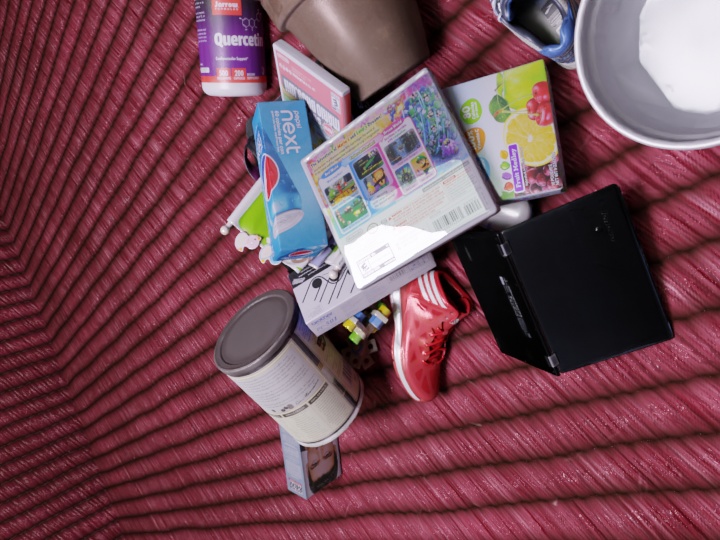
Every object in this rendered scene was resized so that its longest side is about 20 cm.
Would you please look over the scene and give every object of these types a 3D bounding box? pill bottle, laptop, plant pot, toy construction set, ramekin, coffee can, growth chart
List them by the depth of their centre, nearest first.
[{"bbox_3d":[0.302,-0.212,0.500,0.198,0.104,0.205,17,115,41],"label":"ramekin"},{"bbox_3d":[0.229,0.013,0.690,0.190,0.115,0.200,64,166,-12],"label":"laptop"},{"bbox_3d":[-0.001,-0.320,0.729,0.198,0.200,0.177,-20,107,47],"label":"plant pot"},{"bbox_3d":[-0.091,-0.067,0.826,0.197,0.147,0.018,23,162,11],"label":"growth chart"},{"bbox_3d":[-0.104,0.151,0.872,0.145,0.148,0.201,1,138,44],"label":"coffee can"},{"bbox_3d":[-0.010,0.077,0.910,0.130,0.092,0.201,36,157,18],"label":"toy construction set"},{"bbox_3d":[-0.217,-0.399,0.958,0.111,0.111,0.204,17,115,40],"label":"pill bottle"}]

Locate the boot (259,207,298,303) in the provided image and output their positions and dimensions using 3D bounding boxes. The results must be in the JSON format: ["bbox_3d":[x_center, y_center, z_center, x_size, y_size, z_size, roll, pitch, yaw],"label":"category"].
[{"bbox_3d":[-0.105,-0.024,0.943,0.078,0.211,0.161,-21,84,4],"label":"boot"}]

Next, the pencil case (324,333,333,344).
[{"bbox_3d":[-0.076,0.160,1.030,0.202,0.085,0.083,59,155,11],"label":"pencil case"}]

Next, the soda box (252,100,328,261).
[{"bbox_3d":[-0.097,-0.120,0.773,0.064,0.066,0.205,145,116,-69],"label":"soda box"}]

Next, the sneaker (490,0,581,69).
[{"bbox_3d":[0.175,-0.301,0.613,0.201,0.084,0.077,53,134,19],"label":"sneaker"}]

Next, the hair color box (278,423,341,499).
[{"bbox_3d":[-0.097,0.313,1.091,0.060,0.098,0.205,8,109,42],"label":"hair color box"}]

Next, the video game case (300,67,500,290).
[{"bbox_3d":[0.040,-0.103,0.681,0.198,0.024,0.185,-30,80,26],"label":"video game case"}]

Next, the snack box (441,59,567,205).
[{"bbox_3d":[0.130,-0.143,0.676,0.196,0.053,0.146,-9,88,25],"label":"snack box"}]

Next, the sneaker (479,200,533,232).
[{"bbox_3d":[0.128,-0.101,0.740,0.198,0.072,0.073,32,123,32],"label":"sneaker"}]

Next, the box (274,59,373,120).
[{"bbox_3d":[-0.052,-0.209,0.901,0.198,0.049,0.202,-23,87,48],"label":"box"}]

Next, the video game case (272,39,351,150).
[{"bbox_3d":[-0.061,-0.203,0.806,0.143,0.017,0.202,42,156,27],"label":"video game case"}]

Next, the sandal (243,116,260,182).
[{"bbox_3d":[-0.173,-0.183,1.032,0.075,0.047,0.205,-20,85,45],"label":"sandal"}]

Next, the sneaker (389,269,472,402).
[{"bbox_3d":[0.106,0.097,0.826,0.114,0.078,0.204,-5,101,47],"label":"sneaker"}]

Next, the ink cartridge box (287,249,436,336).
[{"bbox_3d":[0.000,0.000,0.818,0.095,0.198,0.044,62,-176,38],"label":"ink cartridge box"}]
